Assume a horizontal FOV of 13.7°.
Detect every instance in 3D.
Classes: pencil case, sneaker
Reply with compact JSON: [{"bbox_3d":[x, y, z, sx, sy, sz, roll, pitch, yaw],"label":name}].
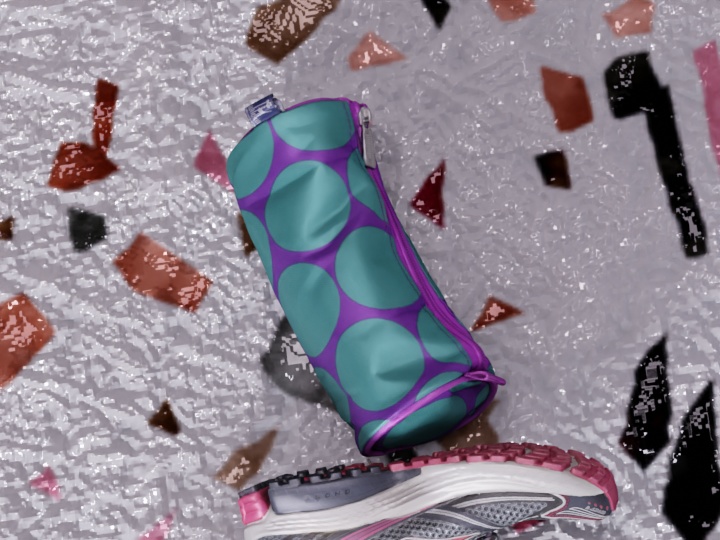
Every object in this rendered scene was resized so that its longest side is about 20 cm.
[{"bbox_3d":[0.000,0.000,1.620,0.092,0.085,0.200,-36,67,23],"label":"pencil case"},{"bbox_3d":[0.038,0.133,1.577,0.200,0.081,0.075,-10,90,11],"label":"sneaker"}]
